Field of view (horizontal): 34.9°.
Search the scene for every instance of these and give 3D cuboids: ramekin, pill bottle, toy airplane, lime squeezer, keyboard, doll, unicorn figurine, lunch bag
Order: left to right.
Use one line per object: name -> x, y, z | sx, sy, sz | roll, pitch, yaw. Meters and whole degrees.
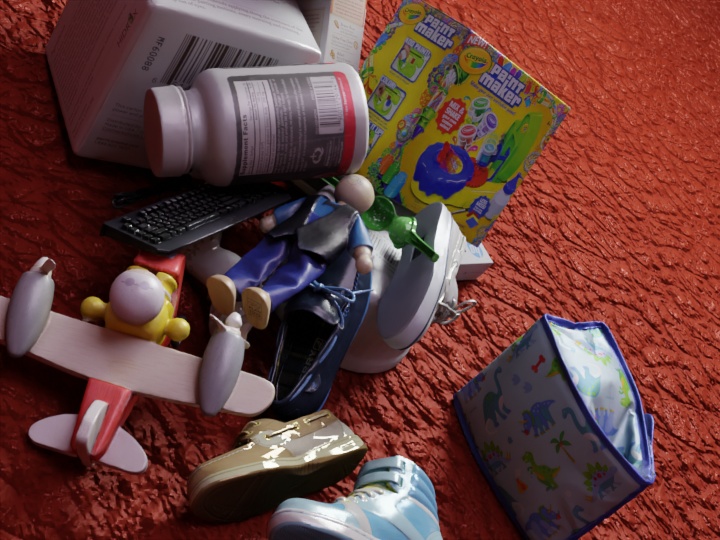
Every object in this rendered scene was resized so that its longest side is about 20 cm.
toy airplane -> -0.195, 0.062, 0.939 | 0.198, 0.142, 0.200 | -17, 55, -32
keyboard -> -0.165, -0.064, 1.069 | 0.126, 0.021, 0.199 | 17, 25, 27
unicorn figurine -> -0.121, 0.003, 1.117 | 0.137, 0.074, 0.199 | -39, 52, -21
pill bottle -> -0.100, -0.138, 1.088 | 0.198, 0.111, 0.112 | -6, 56, -21
doll -> -0.048, -0.024, 1.062 | 0.135, 0.049, 0.200 | 18, 45, 29
ramekin -> 0.000, 0.000, 1.231 | 0.199, 0.098, 0.202 | 27, 39, -24
lime squeezer -> 0.027, -0.055, 1.164 | 0.200, 0.038, 0.071 | 39, -10, 35
lunch bag -> 0.212, 0.175, 1.204 | 0.126, 0.170, 0.201 | 9, 48, -34

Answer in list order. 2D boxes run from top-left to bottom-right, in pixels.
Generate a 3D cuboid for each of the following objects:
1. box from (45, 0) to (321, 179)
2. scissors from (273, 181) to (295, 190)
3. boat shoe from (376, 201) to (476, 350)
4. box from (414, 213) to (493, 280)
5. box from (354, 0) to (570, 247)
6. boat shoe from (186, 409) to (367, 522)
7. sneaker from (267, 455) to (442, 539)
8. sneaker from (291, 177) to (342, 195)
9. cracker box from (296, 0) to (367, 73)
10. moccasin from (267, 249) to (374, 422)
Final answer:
box -> -0.187, -0.225, 1.173 | 0.197, 0.200, 0.172 | 8, 44, -38
scissors -> -0.085, -0.097, 1.316 | 0.199, 0.014, 0.073 | 1, 46, -47
boat shoe -> 0.075, 0.022, 1.150 | 0.086, 0.074, 0.203 | 46, 33, -21
box -> 0.060, -0.078, 1.413 | 0.155, 0.041, 0.201 | -2, 57, -48
box -> 0.092, -0.163, 1.274 | 0.199, 0.194, 0.122 | 24, 13, -44
boat shoe -> -0.082, 0.168, 1.016 | 0.199, 0.074, 0.067 | -3, 46, -50
sneaker -> -0.004, 0.215, 1.034 | 0.199, 0.079, 0.132 | 31, 39, -34
sneaker -> -0.054, -0.165, 1.313 | 0.200, 0.106, 0.075 | 45, 24, 10
cracker box -> -0.065, -0.220, 1.234 | 0.057, 0.133, 0.203 | 7, 91, -45
moccasin -> -0.036, 0.047, 1.089 | 0.068, 0.080, 0.202 | 49, 51, -66
